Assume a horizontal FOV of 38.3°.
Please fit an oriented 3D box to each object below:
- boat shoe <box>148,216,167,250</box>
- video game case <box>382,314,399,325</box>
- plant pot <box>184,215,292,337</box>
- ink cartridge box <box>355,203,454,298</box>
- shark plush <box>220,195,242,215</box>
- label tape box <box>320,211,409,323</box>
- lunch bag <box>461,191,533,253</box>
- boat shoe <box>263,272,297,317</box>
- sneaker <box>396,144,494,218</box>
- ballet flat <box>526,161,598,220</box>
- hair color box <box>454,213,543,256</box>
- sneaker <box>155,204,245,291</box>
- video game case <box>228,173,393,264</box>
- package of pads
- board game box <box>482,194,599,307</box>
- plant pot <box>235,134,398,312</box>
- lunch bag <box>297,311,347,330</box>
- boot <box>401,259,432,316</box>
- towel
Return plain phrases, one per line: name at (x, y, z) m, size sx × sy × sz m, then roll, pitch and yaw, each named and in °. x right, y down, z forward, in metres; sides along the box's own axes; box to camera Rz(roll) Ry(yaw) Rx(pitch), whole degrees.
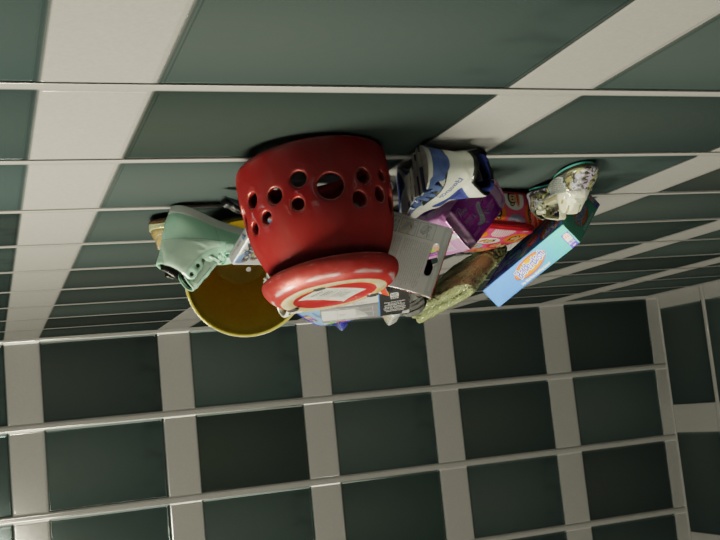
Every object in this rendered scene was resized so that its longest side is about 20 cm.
boat shoe at (-0.301, -0.040, 1.714) m, size 0.071 × 0.077 × 0.200 m, roll -6°, pitch 172°, yaw 2°
video game case at (0.012, -0.002, 1.805) m, size 0.023 × 0.201 × 0.182 m, roll -28°, pitch 174°, yaw -4°
plant pot at (-0.194, -0.008, 1.729) m, size 0.199 × 0.201 × 0.142 m, roll -5°, pitch -162°, yaw -9°
ink cartridge box at (0.022, -0.029, 1.434) m, size 0.199 × 0.109 × 0.050 m, roll 16°, pitch 165°, yaw 16°
shark plush at (-0.140, -0.080, 1.577) m, size 0.199 × 0.091 × 0.083 m, roll -8°, pitch -144°, yaw -46°
label tape box at (0.000, 0.000, 1.581) m, size 0.143 × 0.064 × 0.200 m, roll -7°, pitch 149°, yaw -1°
lunch bag at (0.179, -0.084, 1.774) m, size 0.175 × 0.082 × 0.200 m, roll 3°, pitch 167°, yaw -30°
boat shoe at (-0.110, 0.018, 1.539) m, size 0.069 × 0.071 × 0.200 m, roll -34°, pitch 152°, yaw -12°
sneaker at (0.120, -0.118, 1.433) m, size 0.114 × 0.081 × 0.199 m, roll -2°, pitch 170°, yaw -12°
ballet flat at (0.325, -0.118, 1.646) m, size 0.072 × 0.073 × 0.200 m, roll -4°, pitch 172°, yaw -14°
hair color box at (0.273, -0.075, 1.949) m, size 0.199 × 0.064 × 0.111 m, roll -7°, pitch 171°, yaw 3°
sneaker at (-0.214, -0.010, 1.587) m, size 0.199 × 0.119 × 0.074 m, roll 20°, pitch 160°, yaw -11°
video game case at (-0.073, -0.073, 1.532) m, size 0.199 × 0.022 × 0.183 m, roll -1°, pitch 141°, yaw -38°
package of pads at (0.122, -0.077, 1.601) m, size 0.121 × 0.076 × 0.200 m, roll -52°, pitch -161°, yaw -28°
board game box at (0.309, -0.039, 1.771) m, size 0.200 × 0.045 × 0.152 m, roll -43°, pitch -177°, yaw 36°
plant pot at (-0.047, -0.054, 1.325) m, size 0.199 × 0.184 × 0.201 m, roll -12°, pitch 165°, yaw -3°
lunch bag at (-0.097, 0.044, 2.013) m, size 0.094 × 0.200 × 0.150 m, roll -49°, pitch -165°, yaw -27°
boot at (0.073, -0.029, 1.887) m, size 0.076 × 0.201 × 0.168 m, roll -20°, pitch -165°, yaw 13°
towel at (0.178, 0.021, 1.911) m, size 0.148 × 0.037 × 0.200 m, roll -48°, pitch -171°, yaw -33°
